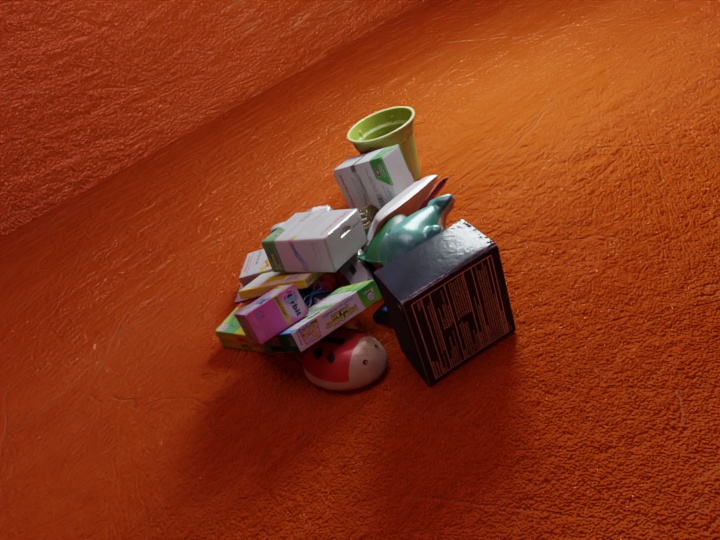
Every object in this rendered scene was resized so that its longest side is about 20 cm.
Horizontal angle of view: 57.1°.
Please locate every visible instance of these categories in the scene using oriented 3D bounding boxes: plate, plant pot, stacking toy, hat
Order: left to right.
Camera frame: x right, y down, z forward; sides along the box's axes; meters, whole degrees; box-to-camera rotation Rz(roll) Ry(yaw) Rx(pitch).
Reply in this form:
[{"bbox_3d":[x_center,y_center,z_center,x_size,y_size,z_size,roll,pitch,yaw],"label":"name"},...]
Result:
[{"bbox_3d":[-0.081,-0.020,1.597,0.083,0.087,0.203,-14,38,14],"label":"stacking toy"},{"bbox_3d":[0.082,-0.321,1.831,0.194,0.188,0.202,-16,30,10],"label":"plant pot"},{"bbox_3d":[0.085,-0.133,1.564,0.198,0.201,0.032,-39,78,-23],"label":"plate"},{"bbox_3d":[0.083,-0.115,1.449,0.161,0.183,0.198,6,10,27],"label":"hat"}]

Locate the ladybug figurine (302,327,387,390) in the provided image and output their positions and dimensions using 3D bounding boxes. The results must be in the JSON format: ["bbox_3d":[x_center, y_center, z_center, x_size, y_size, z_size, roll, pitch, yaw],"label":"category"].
[{"bbox_3d":[-0.039,0.163,1.278,0.195,0.073,0.137,0,38,35],"label":"ladybug figurine"}]

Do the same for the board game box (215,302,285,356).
[{"bbox_3d":[-0.224,0.129,1.486,0.195,0.049,0.102,2,39,37],"label":"board game box"}]

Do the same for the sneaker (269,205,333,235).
[{"bbox_3d":[-0.151,-0.103,1.786,0.195,0.077,0.082,-26,41,6],"label":"sneaker"}]

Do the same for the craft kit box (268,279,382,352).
[{"bbox_3d":[-0.077,0.092,1.306,0.195,0.049,0.199,-35,7,-21],"label":"craft kit box"}]

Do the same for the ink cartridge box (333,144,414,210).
[{"bbox_3d":[0.039,-0.229,1.726,0.197,0.150,0.083,-2,30,49],"label":"ink cartridge box"}]

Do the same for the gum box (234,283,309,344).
[{"bbox_3d":[-0.185,0.087,1.346,0.112,0.067,0.199,-33,7,-16],"label":"gum box"}]

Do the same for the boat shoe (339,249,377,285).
[{"bbox_3d":[0.000,0.000,1.516,0.071,0.063,0.201,-54,31,18],"label":"boat shoe"}]

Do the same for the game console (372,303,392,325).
[{"bbox_3d":[0.124,0.018,1.351,0.117,0.175,0.199,34,59,25],"label":"game console"}]

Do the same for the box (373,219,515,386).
[{"bbox_3d":[0.151,0.055,1.176,0.195,0.204,0.123,-30,35,-12],"label":"box"}]

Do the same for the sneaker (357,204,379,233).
[{"bbox_3d":[-0.008,-0.113,1.632,0.088,0.069,0.199,-24,-3,20],"label":"sneaker"}]

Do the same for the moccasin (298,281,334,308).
[{"bbox_3d":[-0.122,0.073,1.480,0.194,0.070,0.081,-7,34,27],"label":"moccasin"}]

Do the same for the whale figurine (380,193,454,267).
[{"bbox_3d":[0.110,-0.075,1.309,0.203,0.103,0.158,-59,14,-15],"label":"whale figurine"}]

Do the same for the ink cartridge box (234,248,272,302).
[{"bbox_3d":[-0.234,-0.001,1.674,0.194,0.069,0.116,-16,31,13],"label":"ink cartridge box"}]

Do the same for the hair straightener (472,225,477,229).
[{"bbox_3d":[0.197,-0.070,1.438,0.076,0.042,0.198,-29,-3,36],"label":"hair straightener"}]

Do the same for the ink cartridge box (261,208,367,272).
[{"bbox_3d":[-0.103,-0.067,1.500,0.195,0.090,0.145,-3,29,38],"label":"ink cartridge box"}]

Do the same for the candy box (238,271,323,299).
[{"bbox_3d":[-0.179,0.024,1.523,0.195,0.027,0.102,-10,16,32],"label":"candy box"}]
